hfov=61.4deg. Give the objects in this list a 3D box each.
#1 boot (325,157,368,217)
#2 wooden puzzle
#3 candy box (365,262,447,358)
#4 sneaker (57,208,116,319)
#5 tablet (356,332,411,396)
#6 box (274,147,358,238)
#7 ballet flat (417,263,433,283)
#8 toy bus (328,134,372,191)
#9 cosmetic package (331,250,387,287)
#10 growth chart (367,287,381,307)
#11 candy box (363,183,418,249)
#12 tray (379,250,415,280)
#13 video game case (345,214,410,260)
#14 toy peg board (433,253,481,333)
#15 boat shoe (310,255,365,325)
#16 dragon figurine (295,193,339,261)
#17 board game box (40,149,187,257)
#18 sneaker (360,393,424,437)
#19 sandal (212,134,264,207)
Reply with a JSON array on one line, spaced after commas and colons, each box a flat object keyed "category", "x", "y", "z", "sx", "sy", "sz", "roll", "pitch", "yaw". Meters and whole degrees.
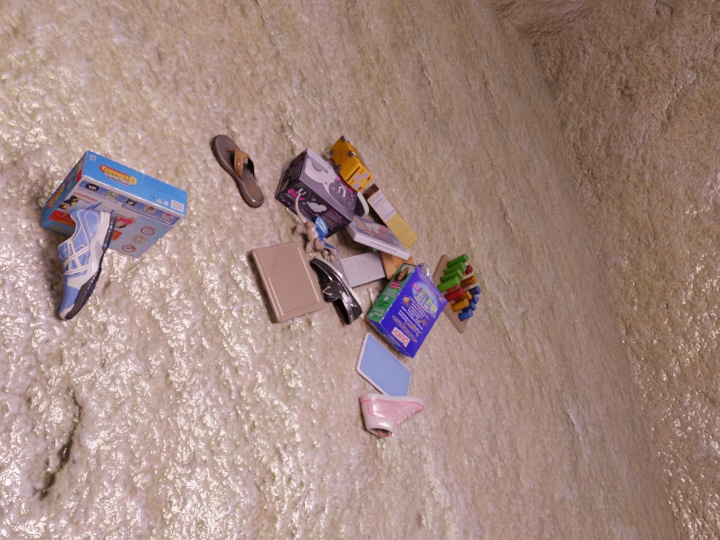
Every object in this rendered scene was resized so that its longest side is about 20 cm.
[{"category": "boot", "x": -0.022, "y": -0.266, "z": 1.839, "sx": 0.202, "sy": 0.072, "sz": 0.144, "roll": 53, "pitch": 37, "yaw": -7}, {"category": "wooden puzzle", "x": -0.181, "y": 0.026, "z": 1.515, "sx": 0.198, "sy": 0.037, "sz": 0.189, "roll": -13, "pitch": 79, "yaw": -56}, {"category": "candy box", "x": 0.133, "y": 0.113, "z": 1.719, "sx": 0.169, "sy": 0.076, "sz": 0.202, "roll": 46, "pitch": 69, "yaw": -29}, {"category": "sneaker", "x": -0.504, "y": -0.014, "z": 1.087, "sx": 0.075, "sy": 0.075, "sz": 0.205, "roll": 19, "pitch": 87, "yaw": -19}, {"category": "tablet", "x": 0.068, "y": 0.279, "z": 1.673, "sx": 0.200, "sy": 0.013, "sz": 0.132, "roll": 44, "pitch": 41, "yaw": -25}, {"category": "box", "x": -0.114, "y": -0.212, "z": 1.661, "sx": 0.199, "sy": 0.113, "sz": 0.135, "roll": 38, "pitch": 45, "yaw": -30}, {"category": "ballet flat", "x": 0.187, "y": 0.081, "z": 1.834, "sx": 0.072, "sy": 0.070, "sz": 0.205, "roll": -44, "pitch": 133, "yaw": -51}, {"category": "toy bus", "x": -0.030, "y": -0.308, "z": 1.721, "sx": 0.078, "sy": 0.065, "sz": 0.202, "roll": 35, "pitch": 19, "yaw": -31}, {"category": "cosmetic package", "x": 0.000, "y": 0.000, "z": 1.723, "sx": 0.198, "sy": 0.050, "sz": 0.085, "roll": -14, "pitch": 82, "yaw": -53}, {"category": "growth chart", "x": 0.102, "y": 0.133, "z": 1.794, "sx": 0.197, "sy": 0.018, "sz": 0.149, "roll": 14, "pitch": 60, "yaw": -45}, {"category": "candy box", "x": 0.092, "y": -0.170, "z": 1.887, "sx": 0.201, "sy": 0.056, "sz": 0.117, "roll": 51, "pitch": 6, "yaw": -17}, {"category": "tray", "x": 0.122, "y": -0.009, "z": 1.840, "sx": 0.199, "sy": 0.036, "sz": 0.101, "roll": 22, "pitch": 47, "yaw": -62}, {"category": "video game case", "x": 0.033, "y": -0.106, "z": 1.729, "sx": 0.179, "sy": 0.023, "sz": 0.201, "roll": 19, "pitch": 18, "yaw": -26}, {"category": "toy peg board", "x": 0.342, "y": 0.062, "z": 2.051, "sx": 0.200, "sy": 0.097, "sz": 0.201, "roll": 51, "pitch": 40, "yaw": -15}, {"category": "boat shoe", "x": -0.070, "y": 0.051, "z": 1.602, "sx": 0.067, "sy": 0.072, "sz": 0.202, "roll": -40, "pitch": 96, "yaw": -25}, {"category": "dragon figurine", "x": -0.124, "y": -0.106, "z": 1.622, "sx": 0.203, "sy": 0.058, "sz": 0.099, "roll": 62, "pitch": 20, "yaw": -5}, {"category": "board game box", "x": -0.459, "y": -0.115, "z": 1.136, "sx": 0.197, "sy": 0.194, "sz": 0.057, "roll": 22, "pitch": 52, "yaw": -40}, {"category": "sneaker", "x": 0.087, "y": 0.384, "z": 1.581, "sx": 0.196, "sy": 0.075, "sz": 0.107, "roll": 13, "pitch": 56, "yaw": -33}, {"category": "sandal", "x": -0.296, "y": -0.255, "z": 1.521, "sx": 0.081, "sy": 0.054, "sz": 0.203, "roll": -32, "pitch": 95, "yaw": -52}]
